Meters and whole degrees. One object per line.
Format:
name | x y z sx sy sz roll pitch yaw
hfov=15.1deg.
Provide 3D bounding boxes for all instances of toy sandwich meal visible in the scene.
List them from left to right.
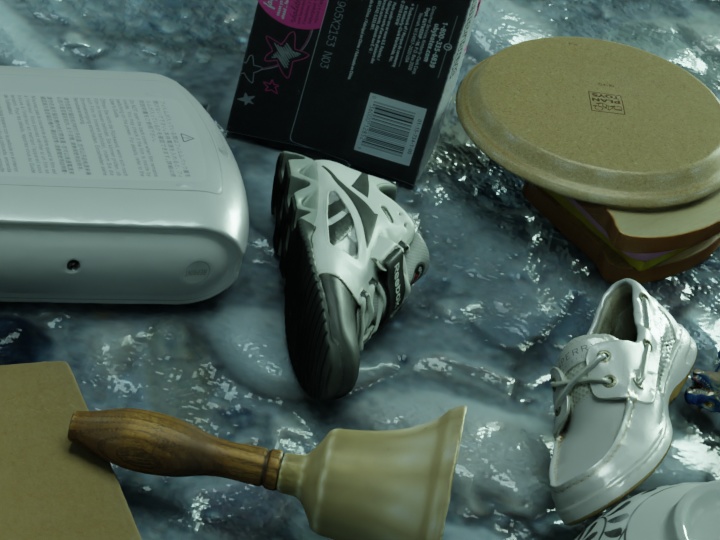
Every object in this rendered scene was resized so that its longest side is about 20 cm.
toy sandwich meal | 0.154 -0.075 1.721 0.205 0.070 0.205 7 35 -5

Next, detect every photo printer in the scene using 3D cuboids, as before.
photo printer | -0.166 -0.051 1.561 0.200 0.069 0.166 1 39 -21

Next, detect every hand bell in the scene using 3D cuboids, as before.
hand bell | -0.052 0.101 1.394 0.200 0.104 0.104 11 37 2

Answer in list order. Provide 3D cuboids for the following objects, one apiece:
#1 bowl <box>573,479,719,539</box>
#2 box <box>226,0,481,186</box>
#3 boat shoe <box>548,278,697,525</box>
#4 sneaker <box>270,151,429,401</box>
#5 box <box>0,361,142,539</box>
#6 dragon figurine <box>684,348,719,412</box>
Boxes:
bowl | 0.190 0.171 1.391 0.201 0.094 0.201 11 37 -8
box | 0.008 -0.176 1.679 0.132 0.200 0.115 16 38 -1
boat shoe | 0.133 0.069 1.504 0.069 0.071 0.200 55 27 -14
sneaker | 0.000 0.000 1.555 0.088 0.074 0.200 6 38 -10
box | -0.222 0.112 1.370 0.200 0.021 0.164 -3 41 -25
dragon figurine | 0.251 0.038 1.613 0.059 0.099 0.200 29 19 18
